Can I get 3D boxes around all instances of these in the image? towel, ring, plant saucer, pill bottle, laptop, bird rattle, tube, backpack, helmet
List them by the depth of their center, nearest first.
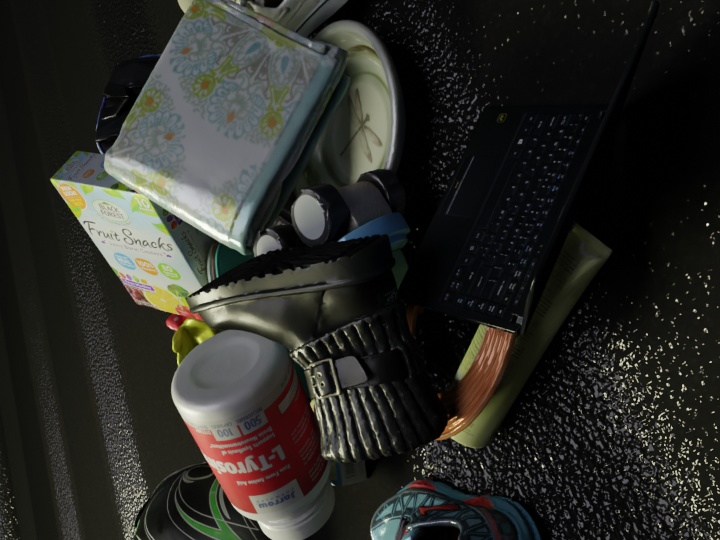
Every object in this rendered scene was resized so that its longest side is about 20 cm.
[{"bbox_3d":[0.097,-0.061,0.506,0.198,0.103,0.179,14,73,51],"label":"laptop"},{"bbox_3d":[0.121,0.048,0.593,0.057,0.052,0.203,24,116,4],"label":"tube"},{"bbox_3d":[0.078,0.036,0.620,0.201,0.019,0.203,130,148,-48],"label":"ring"},{"bbox_3d":[-0.120,-0.139,0.691,0.169,0.048,0.202,29,88,19],"label":"towel"},{"bbox_3d":[-0.093,0.163,0.733,0.112,0.112,0.202,27,144,50],"label":"pill bottle"},{"bbox_3d":[-0.008,-0.138,0.751,0.199,0.049,0.205,4,95,55],"label":"plant saucer"},{"bbox_3d":[-0.200,-0.159,0.880,0.155,0.187,0.203,104,177,-62],"label":"backpack"},{"bbox_3d":[-0.180,0.355,0.934,0.191,0.196,0.203,-119,40,-56],"label":"helmet"},{"bbox_3d":[-0.170,0.049,0.977,0.164,0.112,0.200,-57,19,12],"label":"bird rattle"}]

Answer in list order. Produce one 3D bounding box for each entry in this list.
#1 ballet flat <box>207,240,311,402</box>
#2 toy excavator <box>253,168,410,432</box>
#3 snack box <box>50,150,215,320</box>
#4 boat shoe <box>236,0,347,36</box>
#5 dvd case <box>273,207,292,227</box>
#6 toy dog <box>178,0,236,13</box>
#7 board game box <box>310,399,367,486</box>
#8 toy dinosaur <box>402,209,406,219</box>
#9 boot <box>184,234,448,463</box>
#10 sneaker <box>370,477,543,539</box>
[{"bbox_3d":[-0.115,0.062,0.818,0.202,0.069,0.071,61,147,1],"label":"ballet flat"},{"bbox_3d":[-0.011,0.043,0.671,0.194,0.099,0.202,-39,76,43],"label":"toy excavator"},{"bbox_3d":[-0.226,-0.032,0.829,0.140,0.053,0.202,10,142,27],"label":"snack box"},{"bbox_3d":[-0.092,-0.258,0.755,0.201,0.086,0.075,-36,44,23],"label":"boat shoe"},{"bbox_3d":[-0.139,-0.051,0.813,0.148,0.198,0.016,-38,22,55],"label":"dvd case"},{"bbox_3d":[-0.146,-0.339,0.859,0.199,0.138,0.198,30,117,47],"label":"toy dog"},{"bbox_3d":[-0.057,0.134,0.856,0.134,0.034,0.204,-17,79,54],"label":"board game box"},{"bbox_3d":[0.000,0.000,0.758,0.199,0.047,0.090,-34,52,54],"label":"toy dinosaur"},{"bbox_3d":[-0.041,0.067,0.598,0.208,0.079,0.161,-7,106,39],"label":"boot"},{"bbox_3d":[0.057,0.226,0.651,0.199,0.094,0.081,-22,75,53],"label":"sneaker"}]
